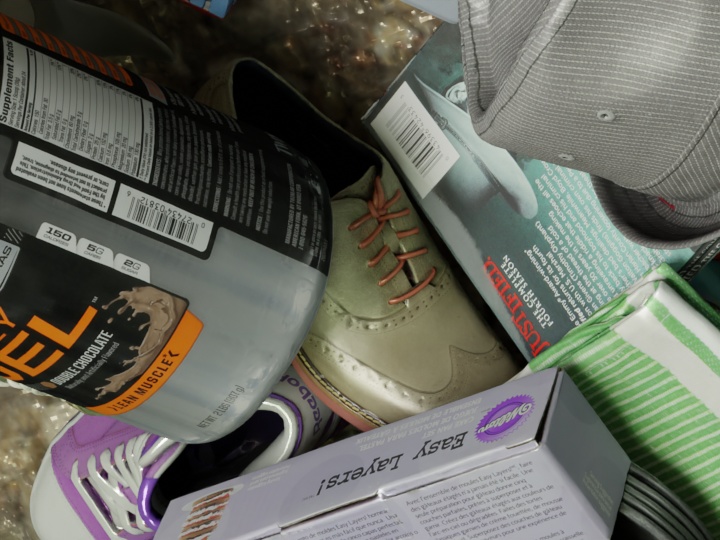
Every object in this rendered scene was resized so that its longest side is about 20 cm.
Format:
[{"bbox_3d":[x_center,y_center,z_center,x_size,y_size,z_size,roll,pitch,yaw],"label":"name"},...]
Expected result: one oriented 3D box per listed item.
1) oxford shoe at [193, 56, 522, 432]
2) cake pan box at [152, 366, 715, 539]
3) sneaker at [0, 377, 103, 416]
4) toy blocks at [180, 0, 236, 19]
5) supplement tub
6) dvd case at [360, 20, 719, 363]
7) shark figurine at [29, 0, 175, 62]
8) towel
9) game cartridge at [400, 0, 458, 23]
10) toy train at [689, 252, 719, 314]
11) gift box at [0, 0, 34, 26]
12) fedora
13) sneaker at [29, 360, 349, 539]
[{"bbox_3d":[0.000,0.000,1.160,0.200,0.070,0.075,43,145,7],"label":"oxford shoe"},{"bbox_3d":[0.044,0.139,1.134,0.200,0.052,0.184,-22,121,31],"label":"cake pan box"},{"bbox_3d":[-0.136,0.028,1.235,0.200,0.067,0.090,-41,78,44],"label":"sneaker"},{"bbox_3d":[-0.099,-0.184,1.139,0.200,0.100,0.137,25,134,4],"label":"toy blocks"},{"bbox_3d":[-0.120,-0.022,1.066,0.200,0.123,0.123,23,128,-28],"label":"supplement tub"},{"bbox_3d":[0.096,-0.068,1.101,0.200,0.022,0.146,-49,65,32],"label":"dvd case"},{"bbox_3d":[-0.123,-0.128,1.079,0.128,0.090,0.215,41,150,2],"label":"shark figurine"},{"bbox_3d":[0.098,0.098,1.132,0.152,0.023,0.200,41,127,-12],"label":"towel"},{"bbox_3d":[0.041,-0.191,1.043,0.133,0.041,0.200,20,117,-27],"label":"game cartridge"},{"bbox_3d":[0.115,0.071,1.163,0.150,0.056,0.200,-3,111,27],"label":"toy train"},{"bbox_3d":[-0.248,-0.107,1.183,0.186,0.185,0.200,-22,107,34],"label":"gift box"},{"bbox_3d":[0.088,-0.099,0.981,0.200,0.090,0.177,143,130,-65],"label":"fedora"},{"bbox_3d":[-0.087,0.083,1.232,0.200,0.114,0.073,-35,96,34],"label":"sneaker"}]
